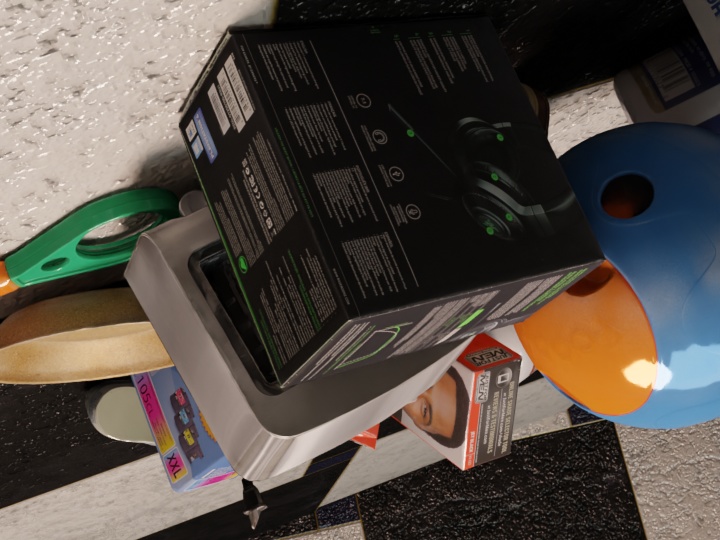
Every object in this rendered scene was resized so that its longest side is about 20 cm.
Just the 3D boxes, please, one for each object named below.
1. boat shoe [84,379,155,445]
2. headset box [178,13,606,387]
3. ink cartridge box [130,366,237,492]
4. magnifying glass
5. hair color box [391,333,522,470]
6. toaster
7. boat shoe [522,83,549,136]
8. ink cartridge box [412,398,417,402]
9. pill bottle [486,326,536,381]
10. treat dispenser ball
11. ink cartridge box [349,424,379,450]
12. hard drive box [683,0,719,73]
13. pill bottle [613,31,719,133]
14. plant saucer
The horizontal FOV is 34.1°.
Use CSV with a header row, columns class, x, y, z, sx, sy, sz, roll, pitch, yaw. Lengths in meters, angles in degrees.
class,x,y,z,sx,sy,sz,roll,pitch,yaw
boat shoe,-0.172,0.141,1.144,0.199,0.071,0.071,16,-179,-29
headset box,0.023,-0.048,0.681,0.199,0.175,0.093,-13,161,-34
ink cartridge box,-0.108,0.088,1.001,0.076,0.137,0.200,-9,159,-45
magnifying glass,-0.212,-0.007,0.779,0.198,0.023,0.080,-24,164,-3
hair color box,0.060,0.090,1.099,0.061,0.200,0.102,-12,117,-33
toaster,-0.035,0.028,0.773,0.180,0.201,0.119,-26,167,-22
boat shoe,0.116,-0.052,0.880,0.071,0.072,0.201,-5,130,-18
ink cartridge box,-0.051,0.084,1.104,0.115,0.069,0.199,-11,-168,-33
pill bottle,0.154,0.049,1.194,0.199,0.113,0.112,-31,171,-35
treat dispenser ball,0.195,0.003,0.781,0.199,0.202,0.201,-21,164,-6
ink cartridge box,-0.014,0.071,0.929,0.050,0.110,0.200,-1,160,34
hard drive box,0.320,-0.171,0.722,0.076,0.157,0.200,-3,154,-48
pill bottle,0.299,-0.140,0.871,0.199,0.112,0.111,-26,164,12
plant saucer,-0.194,0.048,0.890,0.198,0.036,0.200,-10,166,-2
